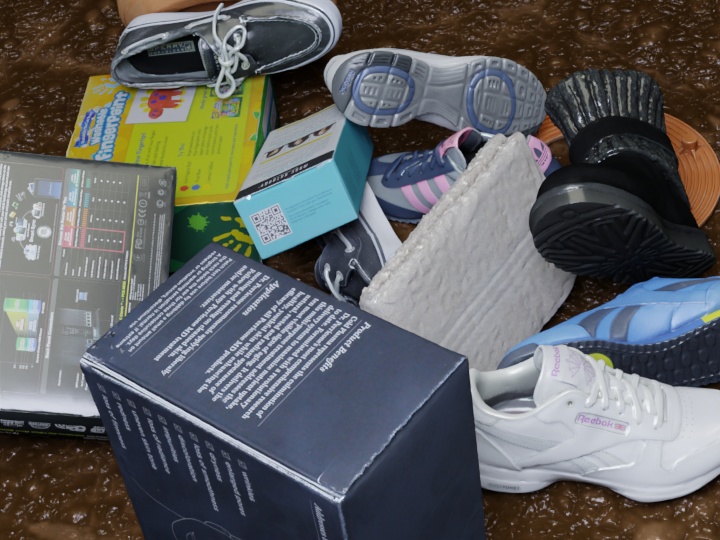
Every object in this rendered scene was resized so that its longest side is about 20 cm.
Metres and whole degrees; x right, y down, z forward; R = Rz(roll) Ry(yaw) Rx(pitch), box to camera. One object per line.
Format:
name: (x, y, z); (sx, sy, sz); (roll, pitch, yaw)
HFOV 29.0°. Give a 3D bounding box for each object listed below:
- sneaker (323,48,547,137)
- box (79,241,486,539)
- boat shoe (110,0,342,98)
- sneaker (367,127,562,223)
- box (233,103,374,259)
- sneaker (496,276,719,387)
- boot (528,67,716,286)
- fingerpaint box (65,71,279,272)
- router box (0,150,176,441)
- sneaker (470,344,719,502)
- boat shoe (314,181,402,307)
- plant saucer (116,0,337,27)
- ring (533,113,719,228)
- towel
sneaker: (0.062, -0.152, 1.139); (0.198, 0.075, 0.087); (9, 17, -23)
box: (-0.039, 0.120, 0.833); (0.195, 0.202, 0.124); (25, 52, 32)
boat shoe: (-0.114, -0.187, 1.162); (0.196, 0.074, 0.068); (-1, 36, 10)
sneaker: (0.072, -0.083, 1.099); (0.198, 0.082, 0.071); (5, 52, 33)
box: (-0.039, -0.077, 1.087); (0.081, 0.050, 0.200); (-23, 17, 12)
sneaker: (0.186, 0.048, 0.973); (0.197, 0.067, 0.079); (-14, 32, -4)
boot: (0.170, -0.079, 0.994); (0.079, 0.210, 0.160); (-25, 66, 28)
fingerpaint box: (-0.159, -0.086, 1.170); (0.164, 0.074, 0.201); (-5, 41, 5)
router box: (-0.213, 0.019, 0.997); (0.148, 0.062, 0.203); (6, 67, -10)
sneaker: (0.155, 0.096, 0.896); (0.197, 0.100, 0.075); (-4, 40, 5)
boat shoe: (0.000, 0.000, 1.049); (0.067, 0.072, 0.201); (-19, 38, -5)
plant saucer: (-0.118, -0.227, 1.246); (0.197, 0.200, 0.038); (-4, 74, 6)
ring: (0.193, -0.079, 1.134); (0.197, 0.019, 0.202); (-6, 44, 5)
towel: (0.081, 0.008, 0.978); (0.034, 0.133, 0.200); (1, 39, 46)
